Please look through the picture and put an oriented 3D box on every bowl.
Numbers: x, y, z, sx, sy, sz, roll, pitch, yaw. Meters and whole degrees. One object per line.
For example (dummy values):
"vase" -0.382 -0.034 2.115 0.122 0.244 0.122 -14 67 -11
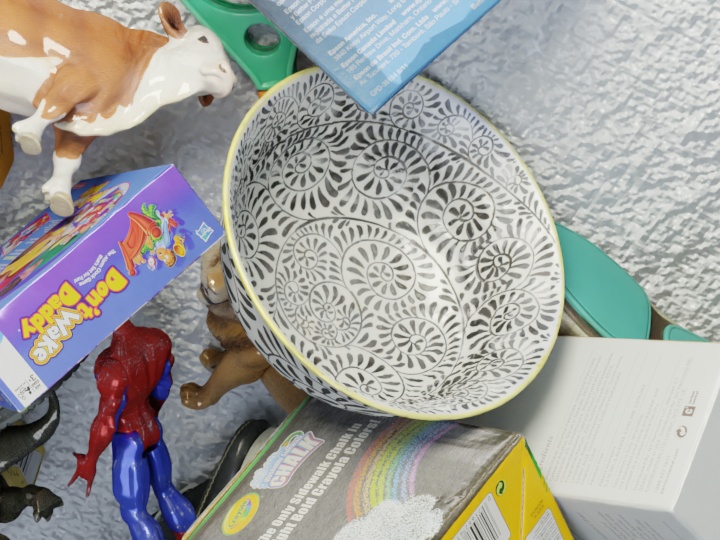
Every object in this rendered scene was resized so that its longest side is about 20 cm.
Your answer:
"bowl" 0.000 0.000 1.183 0.200 0.201 0.094 31 145 -14

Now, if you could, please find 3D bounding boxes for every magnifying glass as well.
"magnifying glass" -0.050 -0.117 1.194 0.079 0.022 0.201 -7 126 13

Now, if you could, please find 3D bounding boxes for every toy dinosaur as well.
"toy dinosaur" -0.234 0.150 1.316 0.102 0.077 0.201 28 115 25

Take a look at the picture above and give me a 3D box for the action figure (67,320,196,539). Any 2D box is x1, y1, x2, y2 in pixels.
"action figure" -0.129 0.101 1.286 0.051 0.065 0.201 13 120 33

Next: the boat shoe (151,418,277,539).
"boat shoe" -0.105 0.166 1.385 0.067 0.072 0.201 36 122 14

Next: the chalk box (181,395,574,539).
"chalk box" 0.000 0.155 1.186 0.199 0.124 0.124 7 134 45

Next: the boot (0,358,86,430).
"boot" -0.246 0.037 1.269 0.200 0.068 0.131 -39 111 -4

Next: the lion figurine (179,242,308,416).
"lion figurine" -0.028 0.067 1.279 0.200 0.073 0.122 46 126 -7

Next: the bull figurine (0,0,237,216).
"bull figurine" -0.165 -0.101 1.159 0.199 0.122 0.065 19 139 10

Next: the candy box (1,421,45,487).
"candy box" -0.297 0.079 1.354 0.116 0.057 0.200 -25 120 22

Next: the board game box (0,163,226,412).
"board game box" -0.159 0.007 1.164 0.134 0.200 0.045 -41 103 -15

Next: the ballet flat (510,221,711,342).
"ballet flat" 0.148 0.047 1.260 0.200 0.068 0.062 35 130 -17

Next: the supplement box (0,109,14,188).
"supplement box" -0.237 -0.034 1.171 0.068 0.200 0.067 9 127 7

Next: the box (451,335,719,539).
"box" 0.138 0.107 1.217 0.199 0.098 0.124 1 149 46

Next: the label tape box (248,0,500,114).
"label tape box" -0.012 -0.195 1.093 0.144 0.063 0.200 -39 113 20
